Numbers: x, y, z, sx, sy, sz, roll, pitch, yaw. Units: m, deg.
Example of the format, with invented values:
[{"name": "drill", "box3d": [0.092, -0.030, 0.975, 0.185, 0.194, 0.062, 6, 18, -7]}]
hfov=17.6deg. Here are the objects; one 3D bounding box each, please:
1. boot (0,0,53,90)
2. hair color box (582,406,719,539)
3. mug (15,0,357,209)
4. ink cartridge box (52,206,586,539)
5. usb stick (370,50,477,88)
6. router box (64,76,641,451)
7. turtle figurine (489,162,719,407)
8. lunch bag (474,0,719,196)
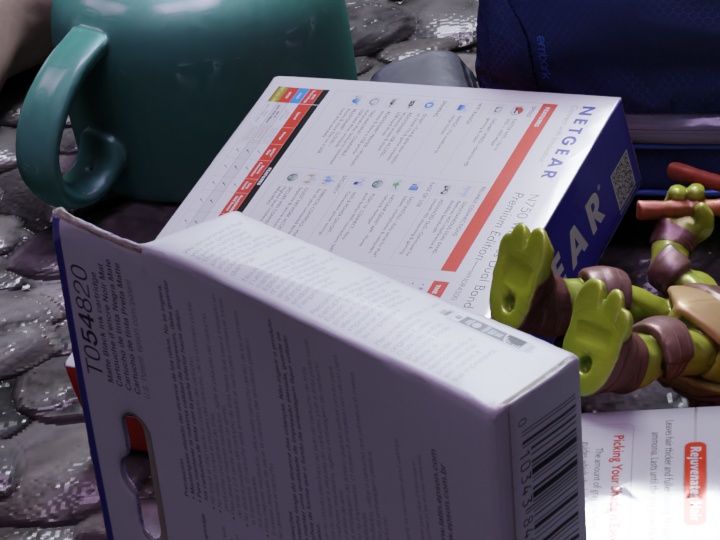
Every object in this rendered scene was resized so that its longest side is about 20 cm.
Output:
[{"name": "boot", "box3d": [-0.219, -0.100, 1.246, 0.199, 0.070, 0.147, -11, 38, 0]}, {"name": "hair color box", "box3d": [0.108, 0.100, 0.824, 0.199, 0.061, 0.102, -4, 31, 12]}, {"name": "mug", "box3d": [-0.084, -0.114, 1.172, 0.151, 0.115, 0.185, -2, 32, 12]}, {"name": "ink cartridge box", "box3d": [-0.010, 0.085, 0.750, 0.199, 0.200, 0.041, 23, 41, 39]}, {"name": "usb stick", "box3d": [0.039, -0.050, 1.114, 0.055, 0.033, 0.200, -9, 32, 0]}, {"name": "router box", "box3d": [0.000, 0.000, 0.987, 0.179, 0.049, 0.200, 7, 45, 30]}, {"name": "turtle figurine", "box3d": [0.129, 0.019, 0.924, 0.161, 0.065, 0.200, 7, 36, -36]}, {"name": "lunch bag", "box3d": [0.156, -0.101, 1.068, 0.199, 0.133, 0.136, 3, 27, 20]}]
